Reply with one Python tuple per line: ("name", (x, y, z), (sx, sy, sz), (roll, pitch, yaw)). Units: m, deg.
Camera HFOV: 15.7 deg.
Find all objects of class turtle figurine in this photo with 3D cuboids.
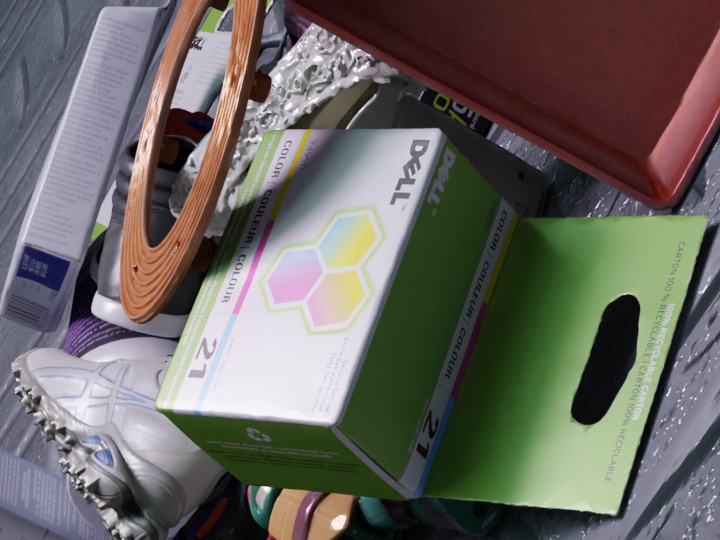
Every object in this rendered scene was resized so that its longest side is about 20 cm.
("turtle figurine", (-0.021, 0.112, 1.212), (0.200, 0.101, 0.150), (12, 86, 56))

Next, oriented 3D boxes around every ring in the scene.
("ring", (-0.074, -0.071, 1.215), (0.200, 0.019, 0.201), (-164, 90, -74))

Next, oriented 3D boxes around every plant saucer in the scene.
("plant saucer", (0.096, -0.158, 1.157), (0.200, 0.199, 0.037), (-61, 1, 1))

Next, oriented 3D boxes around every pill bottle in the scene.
("pill bottle", (-0.122, 0.064, 1.534), (0.111, 0.111, 0.200), (-51, 20, 29))

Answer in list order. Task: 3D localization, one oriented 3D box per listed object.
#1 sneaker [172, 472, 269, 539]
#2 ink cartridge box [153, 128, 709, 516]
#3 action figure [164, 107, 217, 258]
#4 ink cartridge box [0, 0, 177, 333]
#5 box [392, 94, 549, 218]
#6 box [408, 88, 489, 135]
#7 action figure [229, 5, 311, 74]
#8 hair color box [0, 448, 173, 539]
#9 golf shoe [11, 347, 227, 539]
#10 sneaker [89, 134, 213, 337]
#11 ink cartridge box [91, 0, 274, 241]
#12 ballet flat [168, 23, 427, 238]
("sneaker", (-0.057, 0.140, 1.336), (0.200, 0.075, 0.078), (-49, 11, 12))
("ink cartridge box", (0.031, 0.018, 1.113), (0.200, 0.076, 0.148), (1, 61, 39))
("action figure", (-0.054, -0.050, 1.479), (0.200, 0.099, 0.065), (3, 61, 46))
("ink cartridge box", (-0.155, -0.078, 1.512), (0.200, 0.041, 0.200), (130, 160, -72))
("box", (0.000, 0.000, 1.330), (0.200, 0.095, 0.078), (-39, 28, 53))
("box", (0.018, -0.089, 1.490), (0.161, 0.044, 0.200), (-63, 18, -7))
("action figure", (-0.010, -0.175, 1.517), (0.134, 0.148, 0.201), (64, -146, -75))
("hair color box", (-0.213, 0.161, 1.495), (0.099, 0.200, 0.061), (-54, 20, 22))
("golf shoe", (-0.117, 0.078, 1.369), (0.097, 0.078, 0.200), (-35, 30, -10))
("sneaker", (-0.105, -0.027, 1.432), (0.200, 0.071, 0.099), (-108, 35, -82))
("ink cartridge box", (-0.089, -0.085, 1.702), (0.200, 0.076, 0.148), (-61, 17, -2))
("ballet flat", (-0.030, -0.061, 1.258), (0.200, 0.072, 0.072), (-48, 22, 42))
